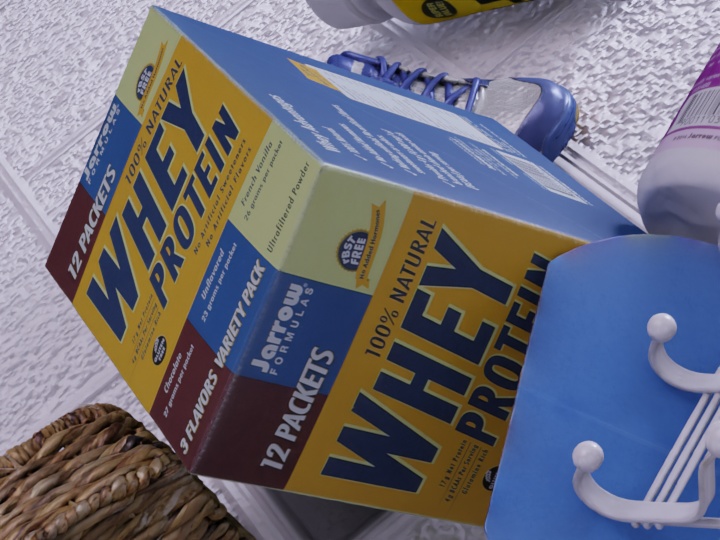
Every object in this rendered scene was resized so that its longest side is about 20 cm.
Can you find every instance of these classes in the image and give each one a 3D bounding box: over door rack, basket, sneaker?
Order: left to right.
[{"bbox_3d":[-0.164,0.151,0.891,0.200,0.143,0.149,-44,38,-12],"label":"basket"},{"bbox_3d":[0.018,-0.079,1.049,0.199,0.088,0.075,-11,41,28],"label":"sneaker"},{"bbox_3d":[0.186,0.032,0.676,0.199,0.067,0.148,7,48,39],"label":"over door rack"}]

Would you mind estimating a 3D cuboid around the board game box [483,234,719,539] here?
[{"bbox_3d":[0.124,0.083,0.755,0.039,0.157,0.201,129,161,-57],"label":"board game box"}]

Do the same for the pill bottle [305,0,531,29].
[{"bbox_3d":[0.063,-0.208,1.132,0.199,0.114,0.115,-9,44,32],"label":"pill bottle"}]

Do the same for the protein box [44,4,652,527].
[{"bbox_3d":[0.000,0.000,0.846,0.199,0.199,0.135,44,115,54],"label":"protein box"}]

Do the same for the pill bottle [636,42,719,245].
[{"bbox_3d":[0.213,-0.085,0.847,0.112,0.112,0.200,13,62,46],"label":"pill bottle"}]
